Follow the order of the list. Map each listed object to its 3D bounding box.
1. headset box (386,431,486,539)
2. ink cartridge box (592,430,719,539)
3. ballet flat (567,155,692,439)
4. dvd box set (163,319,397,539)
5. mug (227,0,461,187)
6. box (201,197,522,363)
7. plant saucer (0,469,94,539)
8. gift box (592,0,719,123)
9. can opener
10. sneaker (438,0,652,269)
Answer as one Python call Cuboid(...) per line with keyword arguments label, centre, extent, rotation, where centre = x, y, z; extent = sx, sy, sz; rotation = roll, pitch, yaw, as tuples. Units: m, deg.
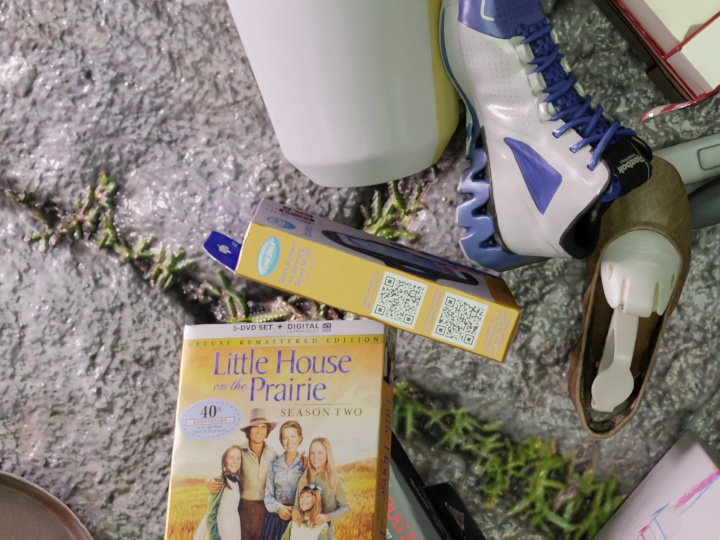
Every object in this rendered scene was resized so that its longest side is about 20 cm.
Cuboid(label="headset box", centre=(-0.012, 0.211, 1.044), extent=(0.200, 0.077, 0.149), rotation=(-30, 98, 6))
Cuboid(label="ink cartridge box", centre=(0.236, 0.211, 0.981), extent=(0.128, 0.200, 0.125), rotation=(38, 98, -6))
Cuboid(label="ballet flat", centre=(0.169, 0.027, 0.980), extent=(0.068, 0.072, 0.200), rotation=(11, 124, 2))
Cuboid(label="dvd box set", centre=(-0.052, 0.132, 0.992), extent=(0.146, 0.029, 0.201), rotation=(-2, 72, 17))
Cuboid(label="mug", centre=(0.014, -0.139, 0.957), extent=(0.186, 0.149, 0.154), rotation=(-8, 107, 8))
Cuboid(label="box", centre=(0.000, 0.000, 0.987), extent=(0.199, 0.119, 0.042), rotation=(20, 99, -4))
Cuboid(label="plant saucer", centre=(-0.269, 0.228, 1.070), extent=(0.199, 0.032, 0.201), rotation=(0, 100, 1))
Cuboid(label="gift box", centre=(0.209, -0.195, 0.930), extent=(0.200, 0.185, 0.187), rotation=(-41, 88, 10))
Cuboid(label="can opener", centre=(0.175, -0.044, 1.006), extent=(0.199, 0.067, 0.054), rotation=(-16, 98, 2))
Cuboid(label="sneaker", centre=(0.119, -0.092, 0.928), extent=(0.115, 0.080, 0.200), rotation=(8, 115, 36))
